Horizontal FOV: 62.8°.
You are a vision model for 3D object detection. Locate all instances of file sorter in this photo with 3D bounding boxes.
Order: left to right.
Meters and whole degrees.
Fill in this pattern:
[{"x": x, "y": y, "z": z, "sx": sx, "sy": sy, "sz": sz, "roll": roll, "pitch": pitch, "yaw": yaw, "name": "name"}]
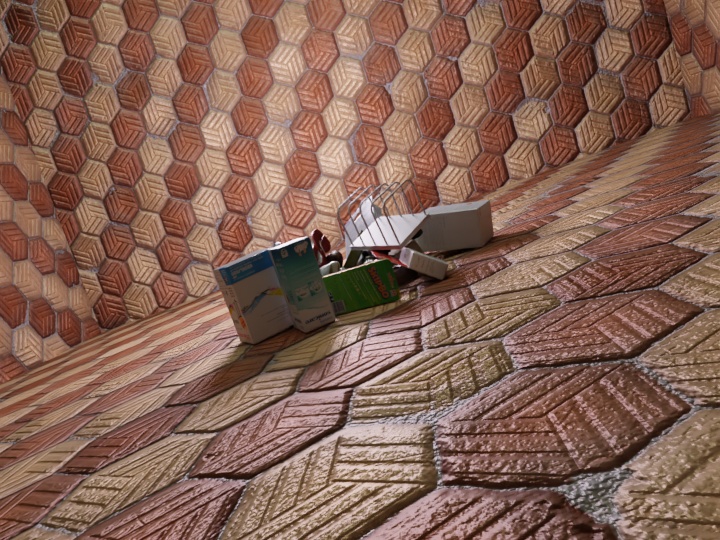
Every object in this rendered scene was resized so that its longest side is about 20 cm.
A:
[{"x": 0.053, "y": -0.146, "z": 1.531, "sx": 0.197, "sy": 0.127, "sz": 0.139, "roll": 1, "pitch": 37, "yaw": 50, "name": "file sorter"}]

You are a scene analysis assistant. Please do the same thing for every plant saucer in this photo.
[{"x": -0.026, "y": -0.025, "z": 1.793, "sx": 0.030, "sy": 0.205, "sz": 0.200, "roll": 25, "pitch": -3, "yaw": 1, "name": "plant saucer"}, {"x": 0.058, "y": 0.026, "z": 1.581, "sx": 0.194, "sy": 0.038, "sz": 0.201, "roll": -21, "pitch": 7, "yaw": 3, "name": "plant saucer"}]

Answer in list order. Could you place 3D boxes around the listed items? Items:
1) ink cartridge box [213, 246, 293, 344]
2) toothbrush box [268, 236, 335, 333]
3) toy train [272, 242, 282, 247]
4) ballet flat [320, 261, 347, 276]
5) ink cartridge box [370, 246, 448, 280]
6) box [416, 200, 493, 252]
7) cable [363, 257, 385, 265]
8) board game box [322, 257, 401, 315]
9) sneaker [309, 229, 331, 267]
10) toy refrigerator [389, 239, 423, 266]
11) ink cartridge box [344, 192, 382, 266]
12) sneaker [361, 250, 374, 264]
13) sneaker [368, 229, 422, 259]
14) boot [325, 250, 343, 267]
[{"x": -0.266, "y": 0.065, "z": 1.513, "sx": 0.142, "sy": 0.206, "sz": 0.146, "roll": -24, "pitch": 9, "yaw": -26, "name": "ink cartridge box"}, {"x": -0.141, "y": 0.032, "z": 1.401, "sx": 0.083, "sy": 0.206, "sz": 0.146, "roll": -21, "pitch": 8, "yaw": -17, "name": "toothbrush box"}, {"x": -0.229, "y": 0.020, "z": 1.791, "sx": 0.085, "sy": 0.205, "sz": 0.114, "roll": -11, "pitch": 21, "yaw": 47, "name": "toy train"}, {"x": -0.056, "y": 0.017, "z": 1.498, "sx": 0.070, "sy": 0.074, "sz": 0.199, "roll": -22, "pitch": 36, "yaw": -28, "name": "ballet flat"}, {"x": 0.115, "y": -0.033, "z": 1.454, "sx": 0.168, "sy": 0.045, "sz": 0.200, "roll": 20, "pitch": 5, "yaw": -5, "name": "ink cartridge box"}, {"x": 0.273, "y": -0.129, "z": 1.716, "sx": 0.194, "sy": 0.110, "sz": 0.152, "roll": -4, "pitch": 13, "yaw": 28, "name": "box"}, {"x": 0.000, "y": 0.000, "z": 1.573, "sx": 0.096, "sy": 0.052, "sz": 0.197, "roll": -28, "pitch": 10, "yaw": -36, "name": "cable"}, {"x": 0.004, "y": 0.038, "z": 1.375, "sx": 0.195, "sy": 0.099, "sz": 0.030, "roll": -15, "pitch": 6, "yaw": 35, "name": "board game box"}, {"x": -0.149, "y": -0.035, "z": 1.677, "sx": 0.115, "sy": 0.078, "sz": 0.201, "roll": -40, "pitch": 17, "yaw": 20, "name": "sneaker"}, {"x": 0.123, "y": -0.044, "z": 1.744, "sx": 0.075, "sy": 0.071, "sz": 0.200, "roll": -39, "pitch": 11, "yaw": -8, "name": "toy refrigerator"}, {"x": 0.011, "y": -0.114, "z": 1.939, "sx": 0.042, "sy": 0.206, "sz": 0.196, "roll": 15, "pitch": -37, "yaw": -26, "name": "ink cartridge box"}, {"x": 0.030, "y": -0.021, "z": 1.791, "sx": 0.075, "sy": 0.091, "sz": 0.200, "roll": -19, "pitch": 7, "yaw": -7, "name": "sneaker"}, {"x": 0.089, "y": -0.071, "z": 1.645, "sx": 0.197, "sy": 0.075, "sz": 0.119, "roll": 1, "pitch": 64, "yaw": 56, "name": "sneaker"}, {"x": -0.115, "y": 0.034, "z": 1.622, "sx": 0.188, "sy": 0.068, "sz": 0.200, "roll": -46, "pitch": 4, "yaw": 5, "name": "boot"}]
